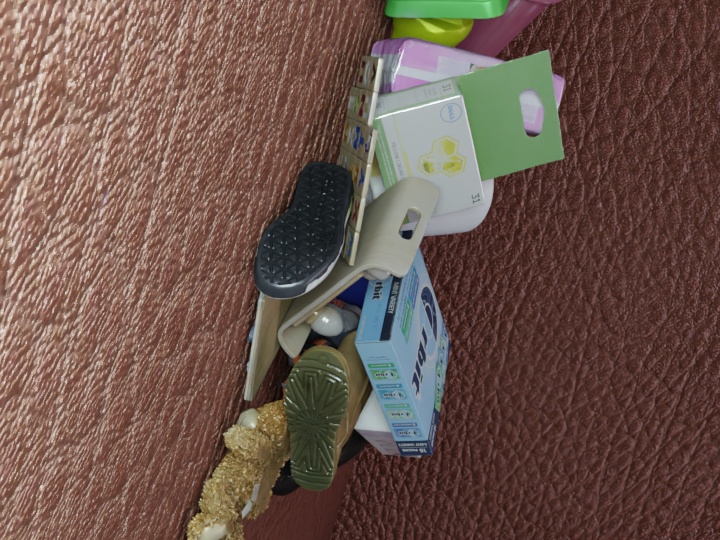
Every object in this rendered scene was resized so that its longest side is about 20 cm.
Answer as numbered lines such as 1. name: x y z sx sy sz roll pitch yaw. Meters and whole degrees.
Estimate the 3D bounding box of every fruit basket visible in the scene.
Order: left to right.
1. fruit basket: 0.105 -0.323 1.241 0.216 0.155 0.217 5 90 -73

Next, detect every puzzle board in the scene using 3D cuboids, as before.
1. puzzle board: -0.080 0.019 1.144 0.200 0.017 0.151 -66 171 -47

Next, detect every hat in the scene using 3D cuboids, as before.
1. hat: -0.071 0.216 1.436 0.200 0.081 0.201 -27 155 -14

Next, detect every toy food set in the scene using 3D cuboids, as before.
1. toy food set: 0.000 0.000 1.136 0.200 0.060 0.144 -37 -160 42

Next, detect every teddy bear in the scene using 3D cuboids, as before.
1. teddy bear: -0.129 0.217 1.135 0.201 0.067 0.145 -67 158 -16

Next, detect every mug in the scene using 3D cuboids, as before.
1. mug: 0.045 -0.119 1.293 0.153 0.187 0.149 -16 161 -33

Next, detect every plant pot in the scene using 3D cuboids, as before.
1. plant pot: 0.182 -0.403 1.493 0.179 0.200 0.200 -55 -174 40

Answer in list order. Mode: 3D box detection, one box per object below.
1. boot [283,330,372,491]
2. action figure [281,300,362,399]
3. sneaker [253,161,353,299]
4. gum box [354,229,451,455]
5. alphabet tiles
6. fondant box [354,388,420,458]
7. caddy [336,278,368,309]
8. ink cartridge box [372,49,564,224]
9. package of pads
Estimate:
1. boot: -0.026 0.117 1.177 0.200 0.066 0.176 -59 162 -61
2. action figure: -0.049 0.121 1.356 0.194 0.104 0.200 -55 165 -36
3. sneaker: -0.047 -0.023 1.029 0.200 0.071 0.083 -64 170 -50
4. gum box: 0.053 0.085 1.242 0.170 0.044 0.200 -77 154 -43
5. alphabet tiles: -0.005 -0.118 1.106 0.167 0.008 0.201 -129 -133 -75
6. fondant box: 0.043 0.154 1.400 0.200 0.058 0.145 56 38 -67
7. caddy: 0.021 -0.037 1.449 0.141 0.105 0.201 -63 170 -60
8. ink cartridge box: 0.116 -0.138 1.146 0.048 0.199 0.146 -97 172 -50
9. package of pads: 0.112 -0.205 1.202 0.120 0.199 0.076 -140 -119 -70
